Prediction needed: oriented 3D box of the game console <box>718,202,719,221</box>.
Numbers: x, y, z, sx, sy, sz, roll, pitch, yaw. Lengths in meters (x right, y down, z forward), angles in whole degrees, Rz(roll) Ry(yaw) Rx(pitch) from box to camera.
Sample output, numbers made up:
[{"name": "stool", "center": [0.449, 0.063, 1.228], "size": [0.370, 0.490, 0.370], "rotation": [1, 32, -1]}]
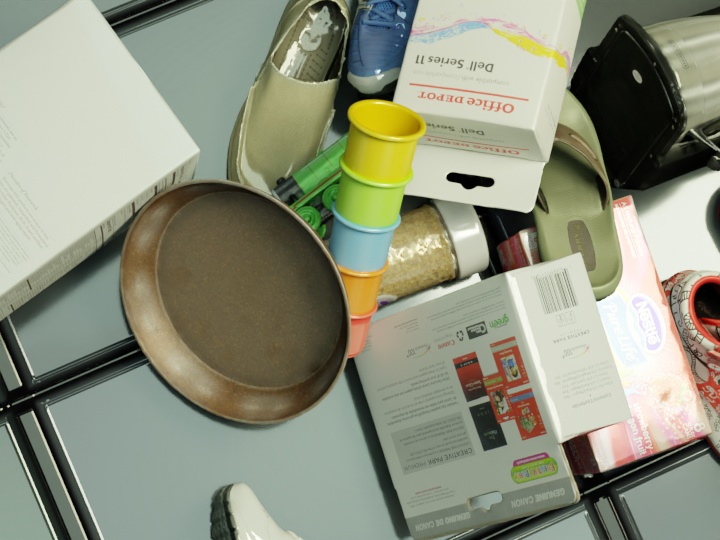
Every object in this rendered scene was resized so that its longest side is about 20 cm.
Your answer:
[{"name": "game console", "center": [0.411, -0.028, 1.737], "size": [0.199, 0.031, 0.178], "rotation": [-25, 87, -9]}]

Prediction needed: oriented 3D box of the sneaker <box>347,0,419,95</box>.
[{"name": "sneaker", "center": [0.027, -0.226, 1.660], "size": [0.075, 0.077, 0.201], "rotation": [1, 56, 27]}]

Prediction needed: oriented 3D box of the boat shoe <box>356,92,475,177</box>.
[{"name": "boat shoe", "center": [0.087, -0.109, 1.692], "size": [0.200, 0.069, 0.057], "rotation": [36, 85, 4]}]

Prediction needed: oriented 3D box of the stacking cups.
[{"name": "stacking cups", "center": [-0.001, -0.029, 1.577], "size": [0.060, 0.061, 0.201], "rotation": [11, 122, -6]}]

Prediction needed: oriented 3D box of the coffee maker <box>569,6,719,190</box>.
[{"name": "coffee maker", "center": [0.276, -0.150, 1.679], "size": [0.199, 0.192, 0.135], "rotation": [-18, 93, -26]}]

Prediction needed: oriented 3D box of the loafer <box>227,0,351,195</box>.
[{"name": "loafer", "center": [-0.057, -0.137, 1.672], "size": [0.075, 0.068, 0.201], "rotation": [14, 82, -5]}]

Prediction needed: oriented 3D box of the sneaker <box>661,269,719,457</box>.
[{"name": "sneaker", "center": [0.304, 0.090, 1.670], "size": [0.067, 0.108, 0.202], "rotation": [-29, 88, -9]}]

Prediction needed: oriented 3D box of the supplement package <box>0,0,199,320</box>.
[{"name": "supplement package", "center": [-0.247, -0.081, 1.600], "size": [0.200, 0.151, 0.152], "rotation": [-36, 88, -9]}]

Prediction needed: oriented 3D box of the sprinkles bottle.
[{"name": "sprinkles bottle", "center": [0.000, 0.000, 1.664], "size": [0.199, 0.068, 0.069], "rotation": [-20, 86, -8]}]

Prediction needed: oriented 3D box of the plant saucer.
[{"name": "plant saucer", "center": [-0.090, 0.020, 1.593], "size": [0.199, 0.034, 0.201], "rotation": [11, 116, 24]}]

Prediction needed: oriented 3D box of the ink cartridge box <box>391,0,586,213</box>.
[{"name": "ink cartridge box", "center": [0.096, -0.153, 1.586], "size": [0.117, 0.067, 0.201], "rotation": [9, 72, 16]}]

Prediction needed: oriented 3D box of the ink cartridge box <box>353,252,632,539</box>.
[{"name": "ink cartridge box", "center": [0.101, 0.100, 1.594], "size": [0.084, 0.200, 0.176], "rotation": [-14, 85, -40]}]

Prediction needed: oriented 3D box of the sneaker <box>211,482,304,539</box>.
[{"name": "sneaker", "center": [-0.048, 0.250, 1.637], "size": [0.087, 0.074, 0.201], "rotation": [-32, 95, -21]}]

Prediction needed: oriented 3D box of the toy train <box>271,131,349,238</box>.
[{"name": "toy train", "center": [0.014, -0.096, 1.641], "size": [0.200, 0.042, 0.056], "rotation": [-37, 76, -2]}]

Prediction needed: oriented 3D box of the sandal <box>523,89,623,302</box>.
[{"name": "sandal", "center": [0.158, -0.072, 1.611], "size": [0.079, 0.057, 0.202], "rotation": [-15, 64, -7]}]

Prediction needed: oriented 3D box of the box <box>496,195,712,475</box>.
[{"name": "box", "center": [0.193, 0.053, 1.667], "size": [0.102, 0.095, 0.201], "rotation": [-17, 86, -9]}]
